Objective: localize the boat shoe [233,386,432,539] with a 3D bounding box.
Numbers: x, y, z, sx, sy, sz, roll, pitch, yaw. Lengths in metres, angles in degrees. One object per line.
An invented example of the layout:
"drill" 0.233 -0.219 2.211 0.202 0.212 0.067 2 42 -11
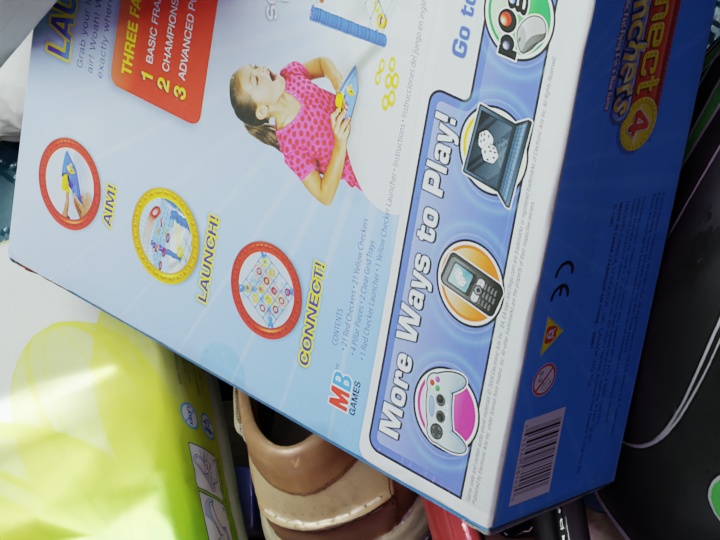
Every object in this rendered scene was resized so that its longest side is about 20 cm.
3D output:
"boat shoe" 0.000 0.000 0.890 0.075 0.074 0.201 -10 48 15

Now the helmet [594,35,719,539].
"helmet" 0.164 -0.002 0.793 0.200 0.200 0.191 50 131 18

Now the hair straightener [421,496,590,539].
"hair straightener" 0.077 0.134 0.806 0.077 0.041 0.201 -12 70 -13

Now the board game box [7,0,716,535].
"board game box" -0.003 -0.062 0.769 0.195 0.056 0.201 28 119 36

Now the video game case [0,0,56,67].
"video game case" -0.098 -0.158 0.802 0.023 0.200 0.183 3 81 -17

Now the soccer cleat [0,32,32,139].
"soccer cleat" -0.125 -0.069 0.983 0.200 0.069 0.085 29 102 24

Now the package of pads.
"package of pads" -0.137 0.078 0.897 0.199 0.068 0.155 -17 62 9

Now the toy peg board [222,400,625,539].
"toy peg board" 0.025 0.131 0.890 0.199 0.098 0.200 -6 81 18
